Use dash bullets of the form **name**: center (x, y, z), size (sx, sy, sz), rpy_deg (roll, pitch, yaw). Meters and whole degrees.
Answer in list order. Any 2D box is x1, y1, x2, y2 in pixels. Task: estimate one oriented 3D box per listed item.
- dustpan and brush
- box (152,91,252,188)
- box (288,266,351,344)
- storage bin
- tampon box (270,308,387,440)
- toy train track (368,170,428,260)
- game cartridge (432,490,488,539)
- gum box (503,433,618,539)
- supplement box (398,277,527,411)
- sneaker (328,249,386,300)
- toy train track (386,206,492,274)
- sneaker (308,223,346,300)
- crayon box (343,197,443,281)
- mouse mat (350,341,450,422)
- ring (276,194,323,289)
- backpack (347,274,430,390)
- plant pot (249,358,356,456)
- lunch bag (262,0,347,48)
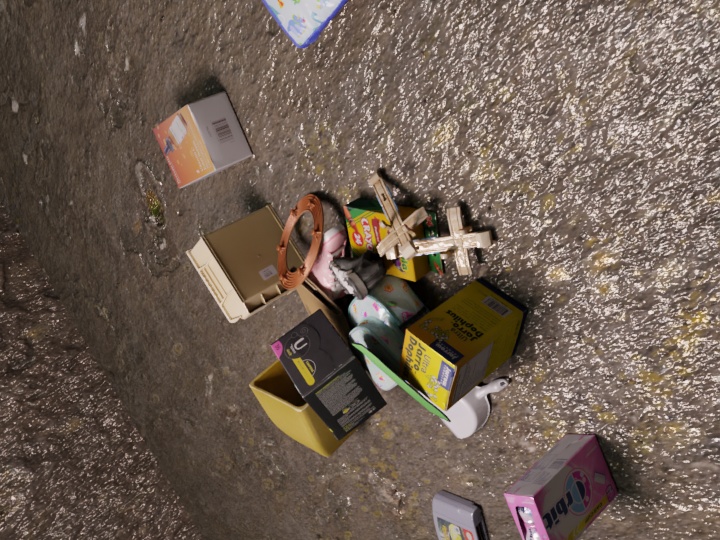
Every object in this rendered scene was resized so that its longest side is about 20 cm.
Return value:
- **dustpan and brush**: center (0.211, 0.243, 1.457), size (0.140, 0.057, 0.200), rpy_deg (49, 151, -3)
- **box**: center (-0.358, -0.290, 1.730), size (0.199, 0.106, 0.154), rpy_deg (-12, 104, 53)
- **box**: center (-0.075, 0.094, 1.650), size (0.163, 0.021, 0.201), rpy_deg (40, 162, 30)
- **storage bin**: center (-0.240, -0.014, 1.697), size (0.200, 0.199, 0.094), rpy_deg (57, 142, 4)
- **tampon box**: center (-0.062, 0.208, 1.516), size (0.150, 0.126, 0.201), rpy_deg (49, 172, 41)
- **toy train track**: center (0.050, -0.103, 1.349), size (0.114, 0.032, 0.201), rpy_deg (-40, 50, 23)
- **game cartridge**: center (0.223, 0.584, 1.682), size (0.132, 0.041, 0.202), rpy_deg (9, 121, 52)
- **gum box**: center (0.329, 0.370, 1.262), size (0.066, 0.199, 0.115), rpy_deg (-13, 102, 53)
- **supplement box**: center (0.171, 0.120, 1.285), size (0.109, 0.199, 0.110), rpy_deg (35, 137, 30)
- **sneaker**: center (0.000, 0.000, 1.442), size (0.067, 0.090, 0.200), rpy_deg (57, 172, -16)
- **toy train track**: center (0.126, -0.041, 1.309), size (0.198, 0.032, 0.116), rpy_deg (-7, 101, 32)
- **sneaker**: center (-0.051, -0.009, 1.578), size (0.105, 0.075, 0.201), rpy_deg (48, 145, 12)
- **crayon box**: center (0.060, -0.058, 1.427), size (0.199, 0.051, 0.129), rpy_deg (14, 124, 45)
- **mouse mat**: center (0.066, 0.188, 1.321), size (0.200, 0.008, 0.161), rpy_deg (42, 172, -4)
- **ring**: center (-0.130, -0.061, 1.580), size (0.200, 0.019, 0.203), rpy_deg (-36, 47, 49)
- **backpack**: center (0.061, 0.117, 1.458), size (0.201, 0.152, 0.176), rpy_deg (57, 155, 9)
- **plant pot**: center (-0.099, 0.305, 1.763), size (0.194, 0.194, 0.202), rpy_deg (14, 133, 45)
- **lunch bag**: center (-0.091, -0.493, 1.250), size (0.170, 0.126, 0.202), rpy_deg (-30, 80, 54)
